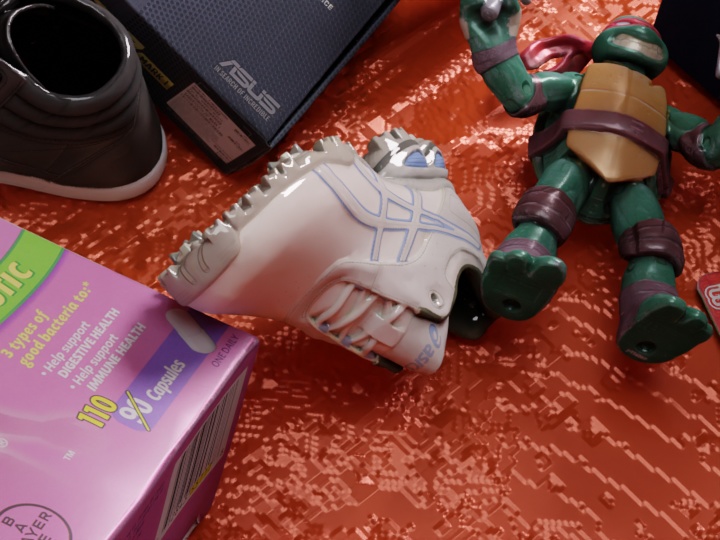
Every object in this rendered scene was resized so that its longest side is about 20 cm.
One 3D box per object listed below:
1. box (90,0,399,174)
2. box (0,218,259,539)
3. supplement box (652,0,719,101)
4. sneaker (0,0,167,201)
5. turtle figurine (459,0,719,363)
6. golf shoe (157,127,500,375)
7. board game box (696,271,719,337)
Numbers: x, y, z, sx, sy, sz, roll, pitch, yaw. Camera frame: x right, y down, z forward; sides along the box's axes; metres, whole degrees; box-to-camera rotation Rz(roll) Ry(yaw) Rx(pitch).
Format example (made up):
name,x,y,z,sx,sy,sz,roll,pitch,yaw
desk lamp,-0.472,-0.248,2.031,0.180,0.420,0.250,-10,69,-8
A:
name,x,y,z,sx,sy,sz,roll,pitch,yaw
box,-0.075,-0.168,1.144,0.200,0.051,0.158,46,58,-11
box,-0.168,0.065,0.972,0.199,0.097,0.176,24,38,9
supplement box,0.261,-0.172,1.147,0.199,0.200,0.134,-37,69,-27
sneaker,-0.181,-0.082,1.095,0.198,0.099,0.071,3,59,-3
turtle figurine,0.113,-0.062,1.118,0.149,0.101,0.201,7,56,7
golf shoe,0.000,0.000,1.037,0.097,0.078,0.200,54,30,11
board game box,0.256,0.015,1.131,0.199,0.030,0.096,-14,60,-13
